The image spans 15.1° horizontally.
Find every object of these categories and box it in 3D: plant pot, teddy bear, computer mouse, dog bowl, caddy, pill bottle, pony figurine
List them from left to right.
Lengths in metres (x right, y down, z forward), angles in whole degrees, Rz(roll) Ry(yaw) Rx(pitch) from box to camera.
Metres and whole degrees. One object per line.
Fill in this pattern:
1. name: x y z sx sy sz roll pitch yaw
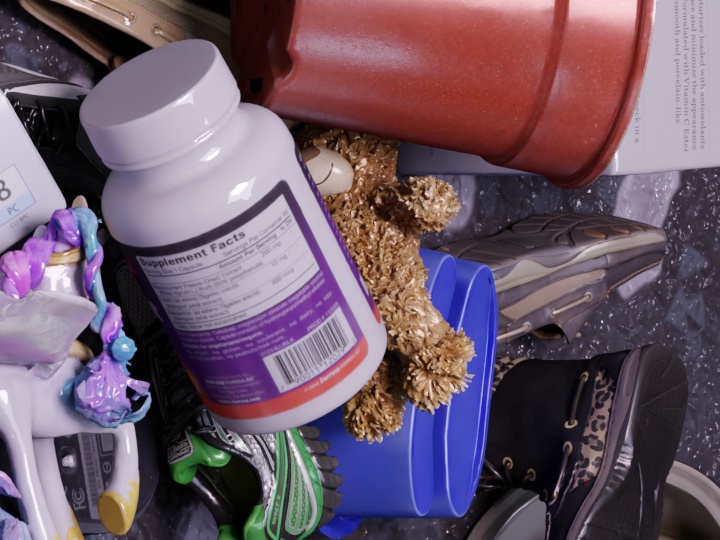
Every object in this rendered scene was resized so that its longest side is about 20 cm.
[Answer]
1. pony figurine: -0.185 0.063 1.385 0.193 0.166 0.201 -3 91 -57
2. computer mouse: -0.194 0.105 1.508 0.200 0.053 0.139 4 76 -51
3. pill bottle: -0.072 -0.020 1.466 0.111 0.111 0.200 -45 123 -32
4. teddy bear: 0.000 0.000 1.568 0.067 0.145 0.201 -1 82 -40
5. caddy: 0.012 0.068 1.679 0.141 0.105 0.201 15 81 -67
6. plant pot: 0.038 -0.153 1.516 0.195 0.201 0.201 5 89 -17
7. dog bowl: 0.165 0.219 1.778 0.200 0.200 0.074 -54 144 -27

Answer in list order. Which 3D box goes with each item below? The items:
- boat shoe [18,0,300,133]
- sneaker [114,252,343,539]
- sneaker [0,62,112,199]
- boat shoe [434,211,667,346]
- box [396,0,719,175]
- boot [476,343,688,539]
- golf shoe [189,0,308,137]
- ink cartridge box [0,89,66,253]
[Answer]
1. boat shoe: -0.118 -0.123 1.565 0.200 0.071 0.065 37 59 -28
2. sneaker: -0.085 0.072 1.569 0.085 0.078 0.200 -31 91 -51
3. sneaker: -0.159 -0.077 1.514 0.200 0.090 0.067 15 81 -43
4. boat shoe: 0.121 0.009 1.809 0.200 0.074 0.074 -13 112 -35
5. box: 0.128 -0.161 1.709 0.131 0.200 0.200 -6 96 -42
6. boot: 0.119 0.139 1.748 0.073 0.150 0.200 31 70 -41
7. golf shoe: -0.053 -0.157 1.637 0.200 0.078 0.095 53 40 -33
8. ink cartridge box: -0.267 -0.072 1.405 0.160 0.047 0.200 -35 119 -13
